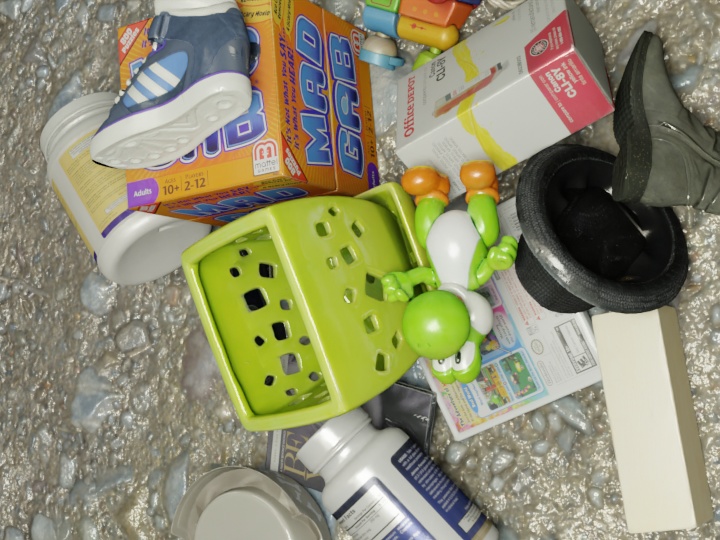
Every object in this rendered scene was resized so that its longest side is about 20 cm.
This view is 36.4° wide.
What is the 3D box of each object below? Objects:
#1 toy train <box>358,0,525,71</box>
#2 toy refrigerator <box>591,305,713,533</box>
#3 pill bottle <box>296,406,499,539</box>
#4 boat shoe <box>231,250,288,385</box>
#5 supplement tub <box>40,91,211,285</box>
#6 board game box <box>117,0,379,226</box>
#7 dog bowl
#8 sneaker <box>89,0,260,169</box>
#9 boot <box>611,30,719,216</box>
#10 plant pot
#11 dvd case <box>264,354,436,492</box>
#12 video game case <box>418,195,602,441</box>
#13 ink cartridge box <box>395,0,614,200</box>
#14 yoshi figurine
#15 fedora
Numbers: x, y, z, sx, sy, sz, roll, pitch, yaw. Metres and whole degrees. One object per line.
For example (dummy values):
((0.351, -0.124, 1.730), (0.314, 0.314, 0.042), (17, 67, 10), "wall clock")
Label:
((0.089, -0.253, 1.154), (0.200, 0.085, 0.116), (23, 108, 29), "toy train")
((0.269, 0.137, 1.019), (0.070, 0.076, 0.200), (-13, 80, 28), "toy refrigerator")
((0.032, 0.229, 1.097), (0.200, 0.111, 0.111), (46, 108, 7), "pill bottle")
((-0.126, 0.043, 1.237), (0.075, 0.062, 0.200), (1, 106, 29), "boat shoe")
((-0.283, -0.099, 1.309), (0.145, 0.145, 0.200), (-42, 67, 20), "supplement tub")
((-0.118, -0.167, 1.191), (0.200, 0.200, 0.200), (-9, 82, 29), "board game box")
((-0.118, 0.314, 1.224), (0.200, 0.059, 0.200), (0, 91, 32), "dog bowl")
((-0.192, -0.198, 1.082), (0.200, 0.081, 0.147), (-23, 67, 30), "sneaker")
((0.307, -0.130, 1.025), (0.130, 0.068, 0.200), (10, 59, 0), "boot")
((-0.032, 0.028, 1.073), (0.199, 0.181, 0.200), (-20, 91, 55), "plant pot")
((-0.016, 0.178, 1.193), (0.200, 0.016, 0.149), (14, 105, 30), "dvd case")
((0.133, 0.049, 1.114), (0.182, 0.024, 0.200), (-28, 84, 25), "video game case")
((0.135, -0.173, 1.076), (0.200, 0.083, 0.145), (-29, 32, 24), "ink cartridge box")
((0.079, 0.000, 0.987), (0.112, 0.112, 0.200), (151, 122, -64), "yoshi figurine")
((0.207, -0.024, 1.021), (0.092, 0.200, 0.201), (-49, 63, 45), "fedora")
